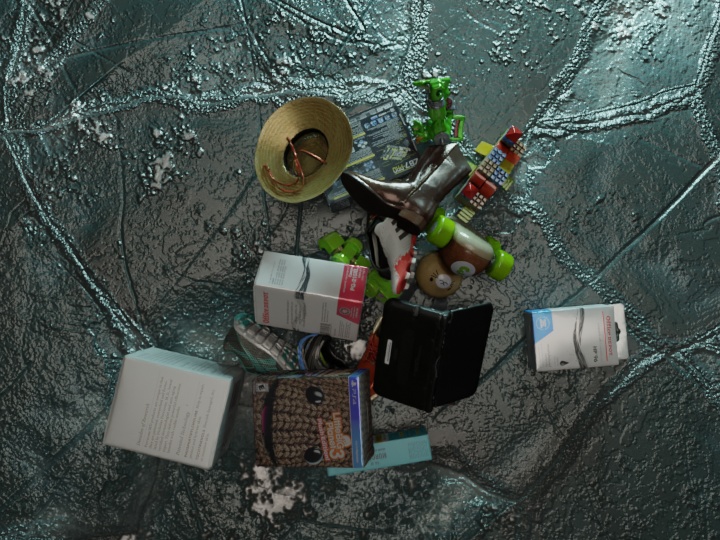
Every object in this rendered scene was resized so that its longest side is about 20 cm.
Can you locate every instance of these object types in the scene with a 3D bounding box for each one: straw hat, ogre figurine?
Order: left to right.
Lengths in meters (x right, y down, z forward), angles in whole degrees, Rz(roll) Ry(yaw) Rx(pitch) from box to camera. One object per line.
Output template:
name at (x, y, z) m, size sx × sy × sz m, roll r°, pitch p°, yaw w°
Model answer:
straw hat at (-0.095, -0.211, 1.328) m, size 0.200 × 0.085 × 0.202 m, roll -3°, pitch 78°, yaw 16°
ogre figurine at (0.145, -0.298, 1.339) m, size 0.098 × 0.200 × 0.121 m, roll -11°, pitch 104°, yaw -12°

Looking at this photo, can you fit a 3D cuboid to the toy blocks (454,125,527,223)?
toy blocks at (0.250, -0.189, 1.359) m, size 0.100 × 0.137 × 0.200 m, roll 38°, pitch 90°, yaw 1°

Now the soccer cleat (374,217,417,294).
soccer cleat at (0.063, -0.048, 1.295) m, size 0.085 × 0.069 × 0.201 m, roll 8°, pitch 62°, yaw 6°

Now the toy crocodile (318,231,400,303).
toy crocodile at (0.000, 0.000, 1.396) m, size 0.200 × 0.062 × 0.068 m, roll 40°, pitch 54°, yaw -4°

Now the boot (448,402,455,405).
boot at (0.136, 0.164, 1.353) m, size 0.199 × 0.072 × 0.167 m, roll 20°, pitch 93°, yaw -32°

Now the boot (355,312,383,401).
boot at (0.031, 0.159, 1.361) m, size 0.075 × 0.107 × 0.201 m, roll 29°, pitch 88°, yaw 25°

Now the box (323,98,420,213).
box at (0.005, -0.223, 1.386) m, size 0.199 × 0.049 × 0.162 m, roll -23°, pitch 70°, yaw -1°

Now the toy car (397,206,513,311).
toy car at (0.158, 0.006, 1.359) m, size 0.164 × 0.158 × 0.201 m, roll 28°, pitch 106°, yaw -16°

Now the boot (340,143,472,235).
boot at (0.087, -0.179, 1.304) m, size 0.186 × 0.064 × 0.200 m, roll 35°, pitch 64°, yaw 5°

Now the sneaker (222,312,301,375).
sneaker at (-0.183, 0.174, 1.396) m, size 0.200 × 0.078 × 0.091 m, roll 42°, pitch 110°, yaw 0°

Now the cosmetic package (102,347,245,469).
cosmetic package at (-0.339, 0.250, 1.338) m, size 0.199 × 0.167 × 0.167 m, roll 13°, pitch 89°, yaw 1°

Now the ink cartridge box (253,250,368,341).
ink cartridge box at (-0.094, 0.049, 1.344) m, size 0.199 × 0.145 × 0.085 m, roll 10°, pitch 55°, yaw 1°

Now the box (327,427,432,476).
box at (0.034, 0.347, 1.377) m, size 0.199 × 0.082 × 0.049 m, roll -9°, pitch 87°, yaw 0°

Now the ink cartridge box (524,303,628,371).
ink cartridge box at (0.427, 0.127, 1.385) m, size 0.199 × 0.068 × 0.117 m, roll -5°, pitch 89°, yaw 0°

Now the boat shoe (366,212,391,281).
boat shoe at (0.047, -0.082, 1.371) m, size 0.073 × 0.063 × 0.203 m, roll -12°, pitch 67°, yaw 16°

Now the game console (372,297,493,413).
game console at (0.130, 0.143, 1.307) m, size 0.175 × 0.116 × 0.201 m, roll 15°, pitch 114°, yaw 19°

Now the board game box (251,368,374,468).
board game box at (-0.084, 0.264, 1.291) m, size 0.199 × 0.097 × 0.161 m, roll -4°, pitch 90°, yaw 12°

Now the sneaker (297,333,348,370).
sneaker at (-0.057, 0.215, 1.363) m, size 0.082 × 0.071 × 0.201 m, roll -19°, pitch 91°, yaw 31°
